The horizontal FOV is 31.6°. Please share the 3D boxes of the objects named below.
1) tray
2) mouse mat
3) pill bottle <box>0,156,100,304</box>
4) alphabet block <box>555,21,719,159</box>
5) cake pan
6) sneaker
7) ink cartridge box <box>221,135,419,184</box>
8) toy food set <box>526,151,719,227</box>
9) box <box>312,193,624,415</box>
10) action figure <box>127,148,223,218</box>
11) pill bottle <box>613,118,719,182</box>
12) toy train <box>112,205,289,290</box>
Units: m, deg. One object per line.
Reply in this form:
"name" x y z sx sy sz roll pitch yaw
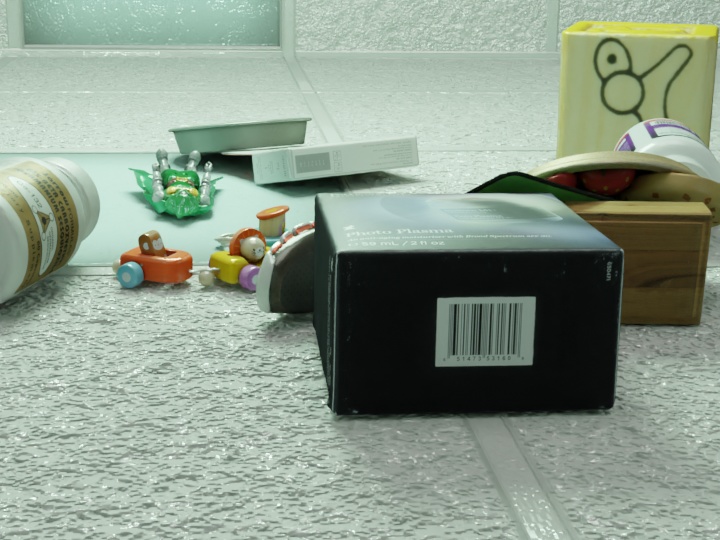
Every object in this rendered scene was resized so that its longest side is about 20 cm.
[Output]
"tray" 0.187 -0.007 1.070 0.199 0.099 0.037 1 21 0
"mouse mat" 0.161 -0.041 1.132 0.200 0.008 0.161 12 -22 -30
"pill bottle" -0.312 -0.041 1.139 0.114 0.115 0.200 4 16 11
"alphabet block" 0.362 -0.216 1.661 0.195 0.200 0.196 5 16 13
"cake pan" -0.165 -0.186 1.764 0.200 0.037 0.200 -5 6 0
"sneaker" 0.000 0.000 1.092 0.082 0.077 0.200 23 26 39
"ink cartridge box" -0.054 -0.144 1.666 0.200 0.045 0.176 -9 7 -34
"toy food set" 0.228 -0.053 1.176 0.199 0.049 0.198 4 -20 -9
"box" 0.068 0.016 0.945 0.199 0.124 0.198 0 14 -6
"action figure" -0.209 -0.099 1.484 0.118 0.055 0.200 1 19 -12
"pill bottle" 0.335 -0.098 1.393 0.111 0.112 0.200 3 16 7
"toy train" -0.135 -0.028 1.214 0.150 0.056 0.200 9 17 25
